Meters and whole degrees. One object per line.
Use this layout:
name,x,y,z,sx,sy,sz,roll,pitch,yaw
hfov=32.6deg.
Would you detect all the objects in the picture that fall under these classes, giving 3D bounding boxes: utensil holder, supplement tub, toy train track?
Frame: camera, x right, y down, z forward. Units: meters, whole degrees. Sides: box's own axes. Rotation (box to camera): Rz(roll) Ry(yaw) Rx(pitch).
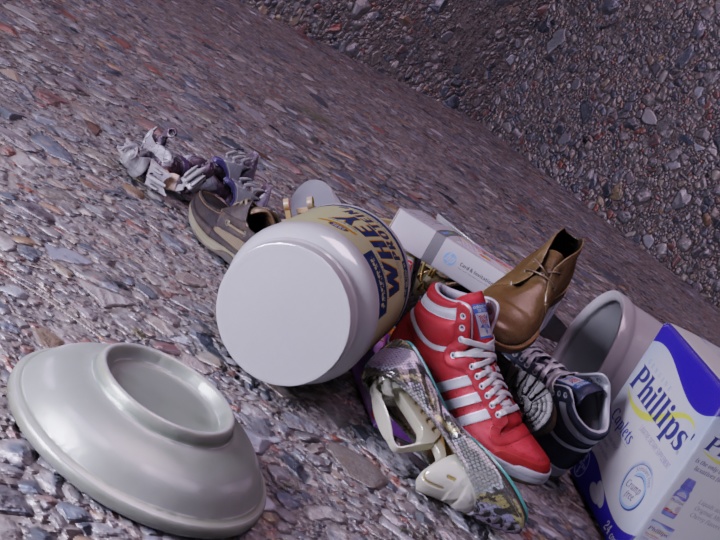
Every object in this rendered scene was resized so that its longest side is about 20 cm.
utensil holder,0.343,0.148,1.490,0.198,0.171,0.170,31,14,-11
supplement tub,-0.041,0.021,1.127,0.144,0.146,0.200,33,16,7
toy train track,-0.075,-0.065,1.427,0.113,0.033,0.200,-8,7,7

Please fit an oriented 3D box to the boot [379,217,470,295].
boot,0.083,0.007,1.575,0.199,0.073,0.156,38,7,-5

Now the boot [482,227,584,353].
boot,0.169,0.014,1.231,0.073,0.076,0.200,35,35,11

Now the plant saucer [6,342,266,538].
plant saucer,-0.142,0.101,0.849,0.198,0.051,0.200,31,15,-9

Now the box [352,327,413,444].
box,0.058,0.119,1.235,0.136,0.039,0.200,27,15,-21

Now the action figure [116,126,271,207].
action figure,-0.198,-0.118,1.424,0.198,0.070,0.130,13,28,-45

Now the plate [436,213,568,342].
plate,0.185,0.021,1.592,0.200,0.032,0.199,42,1,24

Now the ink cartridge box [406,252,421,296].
ink cartridge box,0.000,0.000,1.362,0.115,0.068,0.200,18,7,7

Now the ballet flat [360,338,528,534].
ballet flat,0.063,0.155,1.073,0.201,0.072,0.072,55,21,16

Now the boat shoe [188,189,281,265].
boat shoe,-0.114,-0.036,1.314,0.074,0.074,0.200,16,22,-48

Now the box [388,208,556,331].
box,0.130,-0.002,1.385,0.199,0.042,0.156,33,8,10

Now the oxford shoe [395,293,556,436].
oxford shoe,0.112,0.100,1.221,0.200,0.073,0.084,42,1,26

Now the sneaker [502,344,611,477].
sneaker,0.187,0.106,1.282,0.069,0.109,0.202,-20,73,-37

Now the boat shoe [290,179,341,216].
boat shoe,-0.031,-0.045,1.561,0.057,0.069,0.200,44,5,-41

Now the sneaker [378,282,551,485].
sneaker,0.114,0.096,1.122,0.199,0.113,0.071,40,20,21

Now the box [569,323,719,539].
box,0.324,0.186,1.246,0.104,0.202,0.184,27,15,-15
